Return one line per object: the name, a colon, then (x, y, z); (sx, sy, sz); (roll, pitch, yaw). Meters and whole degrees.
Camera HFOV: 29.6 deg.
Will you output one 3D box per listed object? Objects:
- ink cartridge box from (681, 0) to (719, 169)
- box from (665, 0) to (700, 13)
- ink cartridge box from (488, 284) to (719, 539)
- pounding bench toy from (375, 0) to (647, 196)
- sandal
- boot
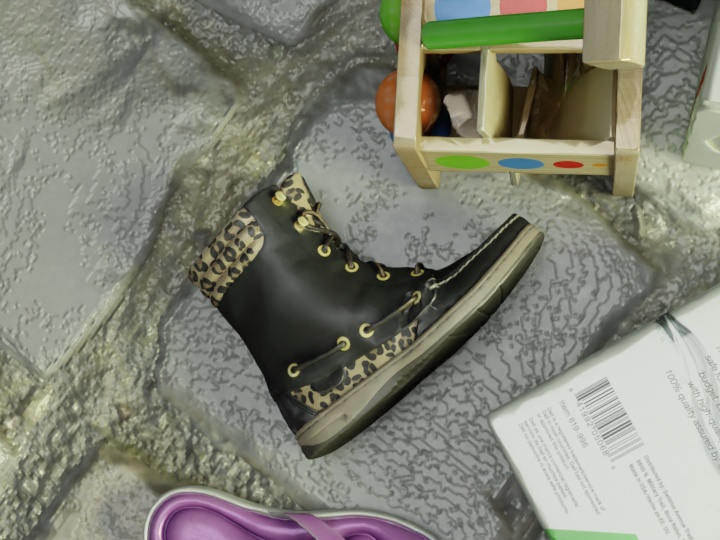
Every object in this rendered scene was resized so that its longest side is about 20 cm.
ink cartridge box: (0.250, -0.164, 0.783); (0.082, 0.147, 0.203); (14, 86, 11)
box: (0.138, -0.232, 0.786); (0.157, 0.200, 0.046); (25, 85, 12)
ink cartridge box: (0.194, 0.101, 0.780); (0.198, 0.083, 0.148); (-29, 78, 5)
pounding bench toy: (0.084, -0.125, 0.781); (0.154, 0.200, 0.126); (3, 83, 10)
sandal: (-0.043, 0.183, 0.838); (0.200, 0.050, 0.084); (7, 84, 11)
boot: (0.000, 0.000, 0.847); (0.200, 0.073, 0.151); (-43, 77, 8)
